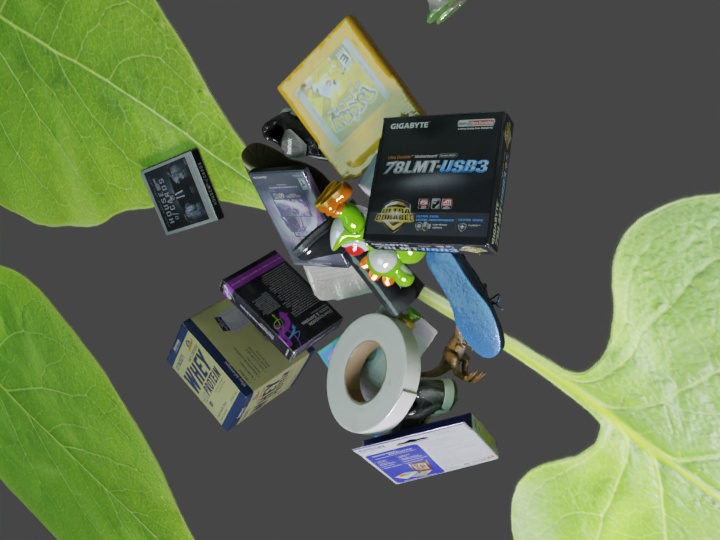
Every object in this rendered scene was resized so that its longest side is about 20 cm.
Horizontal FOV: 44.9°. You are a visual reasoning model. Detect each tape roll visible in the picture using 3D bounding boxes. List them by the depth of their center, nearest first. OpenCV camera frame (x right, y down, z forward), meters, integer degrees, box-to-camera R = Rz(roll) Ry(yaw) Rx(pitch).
[{"bbox_3d":[0.020,0.173,1.455,0.202,0.037,0.205,-23,58,43],"label":"tape roll"}]

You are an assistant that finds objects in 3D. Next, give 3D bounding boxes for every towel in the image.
[{"bbox_3d":[-0.036,-0.017,1.577,0.199,0.034,0.134,-13,103,46],"label":"towel"}]

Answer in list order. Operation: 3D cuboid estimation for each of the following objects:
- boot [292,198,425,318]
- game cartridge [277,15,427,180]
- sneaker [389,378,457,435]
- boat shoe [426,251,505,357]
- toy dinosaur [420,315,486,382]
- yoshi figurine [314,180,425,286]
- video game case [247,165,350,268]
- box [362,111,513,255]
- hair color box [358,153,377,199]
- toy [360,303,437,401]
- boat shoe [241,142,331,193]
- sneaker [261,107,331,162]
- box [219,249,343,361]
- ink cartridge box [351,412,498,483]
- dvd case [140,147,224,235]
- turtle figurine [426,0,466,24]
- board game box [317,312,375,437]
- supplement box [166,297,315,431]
[{"bbox_3d":[0.001,-0.001,1.439,0.201,0.165,0.065,53,141,-5],"label":"boot"},{"bbox_3d":[-0.016,-0.268,1.383,0.176,0.032,0.201,-39,83,27],"label":"game cartridge"},{"bbox_3d":[0.081,0.235,1.483,0.200,0.090,0.067,128,147,-49],"label":"sneaker"},{"bbox_3d":[0.181,0.037,1.385,0.084,0.068,0.202,-22,92,34],"label":"boat shoe"},{"bbox_3d":[0.157,0.150,1.486,0.106,0.060,0.201,51,136,27],"label":"toy dinosaur"},{"bbox_3d":[0.030,-0.067,1.380,0.200,0.113,0.112,45,135,-15],"label":"yoshi figurine"},{"bbox_3d":[-0.105,-0.092,1.529,0.142,0.019,0.201,3,128,43],"label":"video game case"},{"bbox_3d":[0.112,-0.127,1.263,0.198,0.050,0.201,3,77,28],"label":"box"},{"bbox_3d":[0.103,-0.103,1.347,0.199,0.061,0.099,26,171,31],"label":"hair color box"},{"bbox_3d":[0.046,0.151,1.532,0.115,0.047,0.201,40,108,25],"label":"toy"},{"bbox_3d":[-0.124,-0.158,1.564,0.199,0.073,0.065,35,159,12],"label":"boat shoe"},{"bbox_3d":[-0.088,-0.216,1.474,0.199,0.090,0.067,27,129,30],"label":"sneaker"},{"bbox_3d":[-0.149,0.063,1.647,0.200,0.143,0.036,43,137,17],"label":"box"},{"bbox_3d":[0.111,0.292,1.462,0.196,0.047,0.200,-17,144,17],"label":"ink cartridge box"},{"bbox_3d":[-0.374,-0.160,1.820,0.199,0.025,0.152,-11,104,45],"label":"dvd case"},{"bbox_3d":[0.043,-0.419,1.208,0.195,0.199,0.144,53,171,0],"label":"turtle figurine"},{"bbox_3d":[0.025,0.198,1.630,0.201,0.045,0.152,56,136,3],"label":"board game box"},{"bbox_3d":[-0.240,0.169,1.747,0.200,0.199,0.135,46,136,14],"label":"supplement box"}]
